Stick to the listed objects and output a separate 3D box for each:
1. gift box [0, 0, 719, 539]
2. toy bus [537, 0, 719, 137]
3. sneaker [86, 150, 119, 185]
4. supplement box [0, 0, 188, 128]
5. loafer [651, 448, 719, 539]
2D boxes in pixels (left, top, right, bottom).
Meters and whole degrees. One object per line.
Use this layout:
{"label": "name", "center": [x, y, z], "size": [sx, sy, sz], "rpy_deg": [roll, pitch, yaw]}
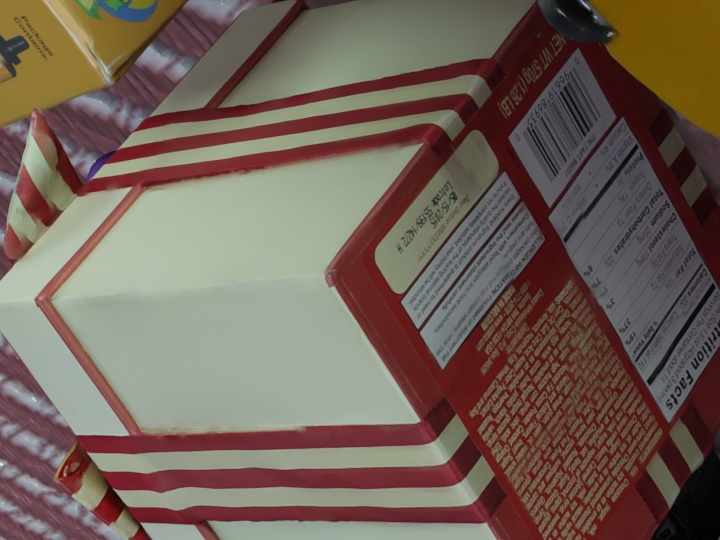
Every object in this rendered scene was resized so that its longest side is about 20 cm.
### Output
{"label": "gift box", "center": [0.000, 0.000, 0.875], "size": [0.186, 0.185, 0.200], "rpy_deg": [-7, 121, 45]}
{"label": "toy bus", "center": [0.062, -0.128, 0.712], "size": [0.200, 0.078, 0.065], "rpy_deg": [47, 153, -6]}
{"label": "sneaker", "center": [-0.093, 0.001, 1.033], "size": [0.115, 0.072, 0.200], "rpy_deg": [62, -174, 15]}
{"label": "supplement box", "center": [-0.141, -0.099, 1.039], "size": [0.067, 0.069, 0.200], "rpy_deg": [52, 153, -16]}
{"label": "loafer", "center": [0.047, 0.070, 1.012], "size": [0.200, 0.070, 0.068], "rpy_deg": [21, 144, 37]}
